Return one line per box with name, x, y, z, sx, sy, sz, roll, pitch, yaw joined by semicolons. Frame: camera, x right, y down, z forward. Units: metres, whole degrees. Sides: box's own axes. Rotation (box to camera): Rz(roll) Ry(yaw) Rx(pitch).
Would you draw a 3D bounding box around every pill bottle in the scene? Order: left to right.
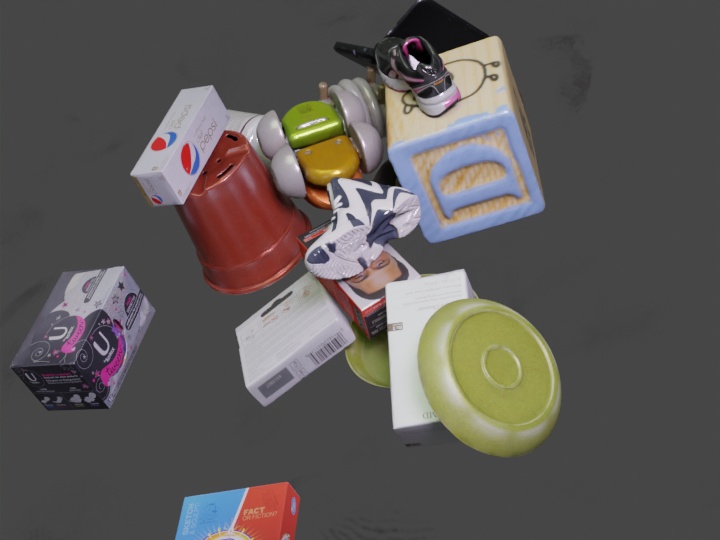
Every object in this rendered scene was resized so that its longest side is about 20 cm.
pill bottle;-0.198;-0.224;1.850;0.199;0.110;0.110;15;55;38

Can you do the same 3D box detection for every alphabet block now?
alphabet block;0.153;-0.193;1.557;0.193;0.197;0.201;-15;41;12

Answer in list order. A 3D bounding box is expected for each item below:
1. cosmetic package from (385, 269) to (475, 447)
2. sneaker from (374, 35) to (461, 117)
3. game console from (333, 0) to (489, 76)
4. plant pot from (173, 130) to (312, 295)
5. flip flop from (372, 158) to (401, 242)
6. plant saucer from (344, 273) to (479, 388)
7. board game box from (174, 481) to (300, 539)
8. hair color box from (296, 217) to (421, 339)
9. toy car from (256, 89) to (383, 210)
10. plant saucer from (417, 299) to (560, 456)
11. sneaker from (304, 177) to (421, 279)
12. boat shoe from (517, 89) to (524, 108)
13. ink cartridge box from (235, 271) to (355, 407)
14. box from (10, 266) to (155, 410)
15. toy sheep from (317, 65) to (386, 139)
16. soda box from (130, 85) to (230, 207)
cosmetic package;0.095;0.112;1.313;0.112;0.081;0.202;-11;59;12
sneaker;0.078;-0.303;1.497;0.080;0.087;0.200;-34;39;-10
game console;0.087;-0.384;1.769;0.175;0.199;0.118;22;94;43
plant pot;-0.205;-0.101;1.659;0.199;0.196;0.202;-16;42;14
flip flop;0.017;-0.089;1.625;0.201;0.081;0.057;-60;14;-22
plant saucer;0.075;0.089;1.433;0.198;0.031;0.201;-15;41;14
board game box;-0.160;0.362;1.270;0.151;0.041;0.201;-12;43;18
hair color box;0.000;0.000;1.480;0.101;0.062;0.200;-29;44;-15
toy car;-0.060;-0.176;1.647;0.173;0.151;0.201;-19;49;-7
plant saucer;0.162;0.119;1.243;0.031;0.199;0.201;-45;17;52
sneaker;-0.025;-0.068;1.456;0.199;0.080;0.129;-38;45;-25
boat shoe;0.169;-0.250;1.706;0.198;0.071;0.071;-8;50;10
ink cartridge box;-0.099;0.093;1.512;0.162;0.057;0.200;-37;19;4
box;-0.429;0.104;1.632;0.131;0.115;0.201;-5;45;25
toy sheep;-0.016;-0.263;1.769;0.198;0.139;0.138;-18;39;-12
soda box;-0.270;-0.190;1.583;0.063;0.068;0.201;-3;46;26
